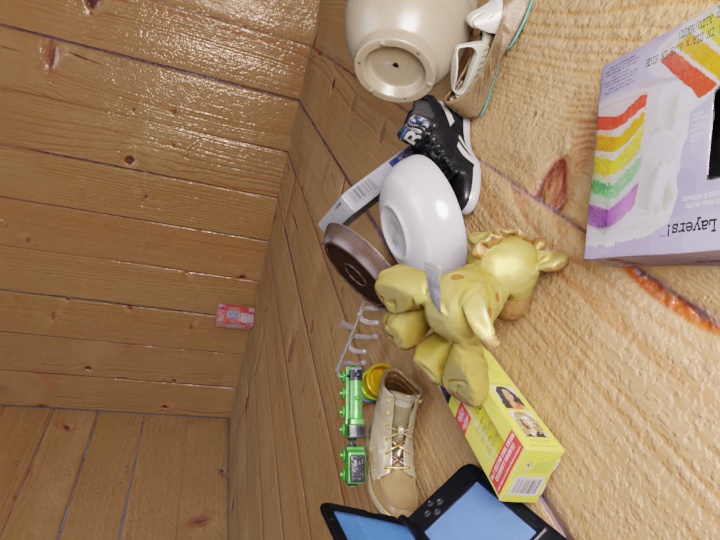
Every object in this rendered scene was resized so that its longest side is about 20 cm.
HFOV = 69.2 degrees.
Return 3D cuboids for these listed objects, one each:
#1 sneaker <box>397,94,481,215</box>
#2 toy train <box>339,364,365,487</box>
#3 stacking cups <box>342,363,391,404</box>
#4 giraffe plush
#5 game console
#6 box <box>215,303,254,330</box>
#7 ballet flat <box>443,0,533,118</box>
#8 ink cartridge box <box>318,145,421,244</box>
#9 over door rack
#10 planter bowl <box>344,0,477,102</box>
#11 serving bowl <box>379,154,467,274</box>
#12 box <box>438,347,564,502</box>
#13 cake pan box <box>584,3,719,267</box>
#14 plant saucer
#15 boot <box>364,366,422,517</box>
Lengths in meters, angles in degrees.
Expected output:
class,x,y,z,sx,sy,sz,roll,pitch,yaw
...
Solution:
class,x,y,z,sx,sy,sz,roll,pitch,yaw
sneaker,0.109,-0.174,0.781,0.073,0.112,0.201,124,149,-55
toy train,-0.011,0.256,0.874,0.056,0.042,0.201,128,143,-66
stacking cups,0.014,0.227,0.994,0.200,0.060,0.061,124,149,-63
giraffe plush,0.128,0.022,0.577,0.173,0.162,0.200,44,152,25
game console,0.078,0.264,0.536,0.176,0.117,0.200,-39,14,-11
box,-0.693,0.259,2.885,0.095,0.199,0.103,129,144,-54
ballet flat,0.170,-0.312,0.726,0.068,0.072,0.200,-104,29,-50
ink cartridge box,0.012,-0.143,0.985,0.200,0.041,0.200,-41,2,-25
over door rack,0.004,0.110,1.053,0.200,0.066,0.148,-89,19,-65
planter bowl,0.063,-0.338,0.769,0.200,0.200,0.135,139,149,-63
serving bowl,0.077,-0.065,0.775,0.200,0.066,0.201,161,90,-75
box,0.149,0.161,0.602,0.200,0.050,0.075,-116,39,-60
cake pan box,0.261,-0.097,0.386,0.200,0.052,0.185,179,97,-72
plant saucer,0.000,0.000,0.935,0.032,0.200,0.200,-43,10,-16
boot,0.058,0.259,0.795,0.200,0.073,0.156,-106,25,-65
